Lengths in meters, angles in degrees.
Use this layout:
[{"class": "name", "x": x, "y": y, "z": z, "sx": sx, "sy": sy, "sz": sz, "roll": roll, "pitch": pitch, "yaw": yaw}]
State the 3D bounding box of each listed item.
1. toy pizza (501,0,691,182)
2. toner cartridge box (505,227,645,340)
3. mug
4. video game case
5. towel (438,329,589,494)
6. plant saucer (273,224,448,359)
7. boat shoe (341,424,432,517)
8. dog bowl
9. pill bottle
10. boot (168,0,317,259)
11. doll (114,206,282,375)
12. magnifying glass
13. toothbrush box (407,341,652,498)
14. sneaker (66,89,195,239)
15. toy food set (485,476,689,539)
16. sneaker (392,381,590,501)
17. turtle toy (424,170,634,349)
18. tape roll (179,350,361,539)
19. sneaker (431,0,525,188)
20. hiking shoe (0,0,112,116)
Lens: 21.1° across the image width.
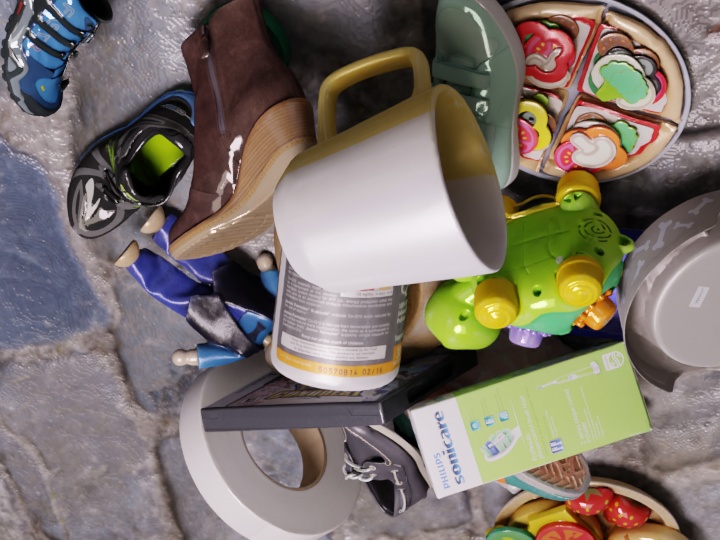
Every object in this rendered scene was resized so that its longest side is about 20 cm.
[{"class": "toy pizza", "x": 0.176, "y": -0.146, "z": 1.624, "sx": 0.200, "sy": 0.032, "sz": 0.201, "roll": 8, "pitch": 133, "yaw": 9}, {"class": "toner cartridge box", "x": 0.168, "y": 0.006, "z": 1.746, "sx": 0.199, "sy": 0.043, "sz": 0.095, "roll": 6, "pitch": 120, "yaw": 11}, {"class": "mug", "x": 0.020, "y": -0.063, "z": 1.518, "sx": 0.153, "sy": 0.187, "sz": 0.150, "roll": -17, "pitch": 122, "yaw": 20}, {"class": "video game case", "x": -0.019, "y": 0.108, "z": 1.801, "sx": 0.200, "sy": 0.181, "sz": 0.026, "roll": -5, "pitch": 102, "yaw": 33}, {"class": "towel", "x": 0.144, "y": 0.126, "z": 1.887, "sx": 0.200, "sy": 0.032, "sz": 0.191, "roll": 37, "pitch": 131, "yaw": -19}, {"class": "plant saucer", "x": 0.000, "y": 0.000, "z": 1.761, "sx": 0.200, "sy": 0.035, "sz": 0.201, "roll": 14, "pitch": 121, "yaw": 23}, {"class": "boat shoe", "x": 0.018, "y": 0.187, "z": 1.860, "sx": 0.073, "sy": 0.063, "sz": 0.200, "roll": 35, "pitch": 171, "yaw": 30}, {"class": "dog bowl", "x": 0.312, "y": 0.016, "z": 1.669, "sx": 0.199, "sy": 0.059, "sz": 0.200, "roll": -9, "pitch": 129, "yaw": -12}, {"class": "pill bottle", "x": -0.012, "y": -0.007, "z": 1.661, "sx": 0.116, "sy": 0.116, "sz": 0.201, "roll": 9, "pitch": 106, "yaw": 7}, {"class": "boot", "x": -0.118, "y": -0.117, "z": 1.648, "sx": 0.072, "sy": 0.167, "sz": 0.200, "roll": -4, "pitch": 155, "yaw": -46}, {"class": "doll", "x": -0.136, "y": 0.032, "z": 1.826, "sx": 0.200, "sy": 0.137, "sz": 0.048, "roll": 37, "pitch": 173, "yaw": -6}, {"class": "magnifying glass", "x": -0.092, "y": -0.150, "z": 1.708, "sx": 0.079, "sy": 0.022, "sz": 0.200, "roll": 1, "pitch": 130, "yaw": 15}, {"class": "toothbrush box", "x": 0.149, "y": 0.132, "z": 1.745, "sx": 0.199, "sy": 0.146, "sz": 0.086, "roll": -17, "pitch": 88, "yaw": -1}, {"class": "sneaker", "x": -0.209, "y": -0.089, "z": 1.752, "sx": 0.071, "sy": 0.083, "sz": 0.199, "roll": 40, "pitch": 130, "yaw": -18}, {"class": "toy food set", "x": 0.231, "y": 0.281, "z": 1.980, "sx": 0.198, "sy": 0.049, "sz": 0.200, "roll": -23, "pitch": 130, "yaw": 31}, {"class": "sneaker", "x": 0.124, "y": 0.170, "z": 1.866, "sx": 0.200, "sy": 0.071, "sz": 0.080, "roll": 28, "pitch": 144, "yaw": 1}, {"class": "turtle toy", "x": 0.143, "y": 0.009, "z": 1.661, "sx": 0.200, "sy": 0.146, "sz": 0.101, "roll": -17, "pitch": 130, "yaw": 21}, {"class": "tape roll", "x": -0.084, "y": 0.171, "z": 1.876, "sx": 0.203, "sy": 0.203, "sz": 0.037, "roll": 38, "pitch": 131, "yaw": -19}, {"class": "sneaker", "x": 0.076, "y": -0.129, "z": 1.581, "sx": 0.074, "sy": 0.118, "sz": 0.201, "roll": 17, "pitch": 131, "yaw": 34}, {"class": "hiking shoe", "x": -0.258, "y": -0.208, "z": 1.661, "sx": 0.086, "sy": 0.074, "sz": 0.200, "roll": 13, "pitch": 134, "yaw": 5}]
